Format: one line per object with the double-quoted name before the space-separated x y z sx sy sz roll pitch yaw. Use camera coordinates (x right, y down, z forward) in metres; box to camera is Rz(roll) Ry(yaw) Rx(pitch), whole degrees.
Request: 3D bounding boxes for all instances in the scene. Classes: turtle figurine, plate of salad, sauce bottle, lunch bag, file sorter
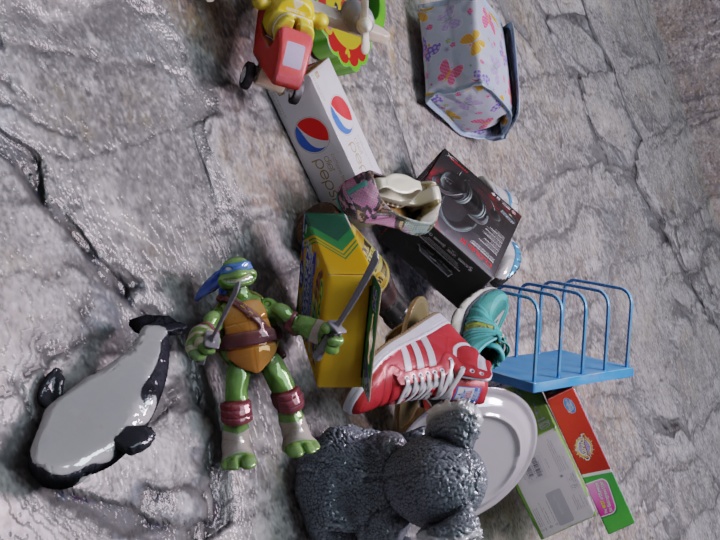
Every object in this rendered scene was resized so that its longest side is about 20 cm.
"turtle figurine" -0.089 0.087 1.165 0.143 0.198 0.197 -17 102 -53
"plate of salad" 0.120 0.220 1.479 0.200 0.200 0.048 48 3 -38
"sauce bottle" 0.000 0.000 1.474 0.200 0.065 0.067 45 40 -40
"lunch bag" 0.179 -0.310 1.896 0.200 0.126 0.172 34 49 -59
"file sorter" 0.256 0.082 1.669 0.198 0.138 0.124 -4 99 -38

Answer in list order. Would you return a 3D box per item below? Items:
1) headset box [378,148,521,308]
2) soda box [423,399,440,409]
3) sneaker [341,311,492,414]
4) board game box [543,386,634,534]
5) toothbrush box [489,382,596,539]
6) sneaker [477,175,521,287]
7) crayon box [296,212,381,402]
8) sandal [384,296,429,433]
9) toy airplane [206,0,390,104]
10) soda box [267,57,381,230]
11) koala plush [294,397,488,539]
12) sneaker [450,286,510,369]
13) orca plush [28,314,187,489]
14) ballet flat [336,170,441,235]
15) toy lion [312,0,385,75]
"headset box" 0.120 -0.053 1.652 0.149 0.077 0.200 41 34 -4
"soda box" 0.125 0.185 1.593 0.063 0.070 0.203 18 61 -58
"sneaker" 0.071 0.126 1.352 0.112 0.072 0.199 40 41 16
"board game box" 0.309 0.244 1.697 0.153 0.040 0.202 -55 120 -83
"toothbrush box" 0.238 0.244 1.678 0.200 0.085 0.147 -95 159 -70
"sneaker" 0.189 -0.061 1.850 0.087 0.075 0.201 41 34 -34
"crayon box" -0.027 0.034 1.278 0.200 0.051 0.127 -117 -150 -64
"sandal" 0.039 0.129 1.484 0.077 0.069 0.214 -34 128 -54
"toy airplane" -0.081 -0.305 1.391 0.199 0.141 0.199 47 45 11
"soda box" -0.034 -0.149 1.494 0.202 0.063 0.068 64 30 -16
"koala plush" 0.052 0.226 1.278 0.183 0.199 0.179 25 63 -36
"sneaker" 0.150 0.095 1.527 0.200 0.079 0.078 -56 136 -46
"orca plush" -0.220 0.119 1.050 0.104 0.072 0.201 16 42 -4
"ballet flat" 0.052 -0.084 1.467 0.199 0.071 0.070 7 61 -54
"toy lion" -0.021 -0.355 1.636 0.199 0.068 0.194 -6 87 -62
